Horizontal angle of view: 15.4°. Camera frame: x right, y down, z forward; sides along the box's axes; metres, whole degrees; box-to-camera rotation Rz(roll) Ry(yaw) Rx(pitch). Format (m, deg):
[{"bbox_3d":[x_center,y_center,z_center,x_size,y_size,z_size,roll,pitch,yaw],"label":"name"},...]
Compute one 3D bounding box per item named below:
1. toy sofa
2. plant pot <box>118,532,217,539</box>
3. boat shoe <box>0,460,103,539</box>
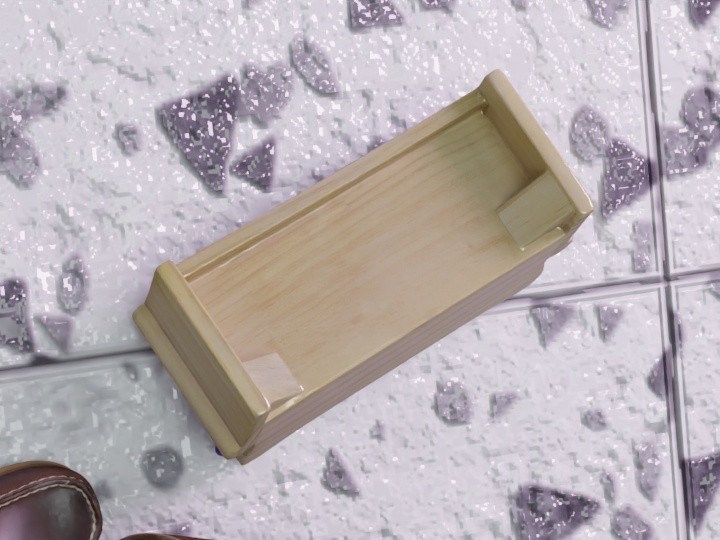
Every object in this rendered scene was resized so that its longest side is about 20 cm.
[{"bbox_3d":[0.000,0.000,1.212,0.200,0.098,0.083,-31,80,-19],"label":"toy sofa"},{"bbox_3d":[-0.010,0.205,1.173,0.199,0.187,0.188,1,93,-38],"label":"plant pot"},{"bbox_3d":[-0.189,0.154,1.135,0.200,0.070,0.071,-37,106,-19],"label":"boat shoe"}]
